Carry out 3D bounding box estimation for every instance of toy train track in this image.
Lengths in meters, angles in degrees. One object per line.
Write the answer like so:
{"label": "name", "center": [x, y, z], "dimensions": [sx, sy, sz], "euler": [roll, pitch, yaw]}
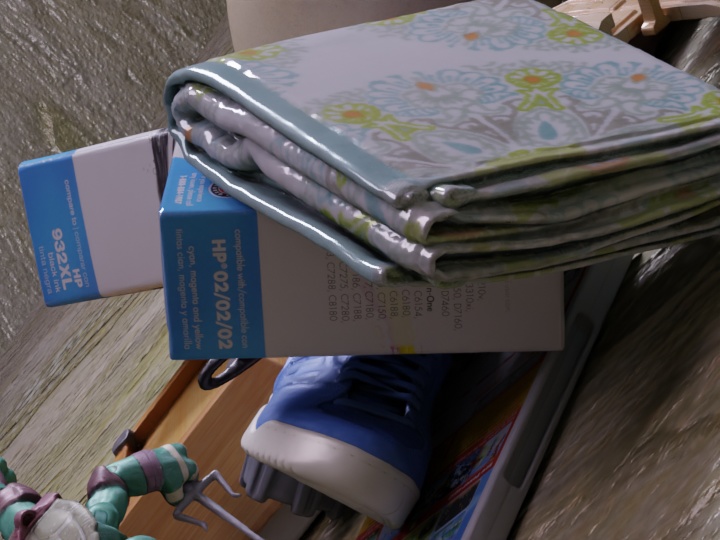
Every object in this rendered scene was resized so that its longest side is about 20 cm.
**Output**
{"label": "toy train track", "center": [0.143, -0.148, 1.244], "dimensions": [0.114, 0.033, 0.200], "euler": [-2, 27, 39]}

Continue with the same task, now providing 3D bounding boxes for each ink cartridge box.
{"label": "ink cartridge box", "center": [-0.060, -0.041, 1.474], "dimensions": [0.199, 0.084, 0.145], "euler": [-10, 0, 40]}
{"label": "ink cartridge box", "center": [0.023, -0.018, 1.115], "dimensions": [0.115, 0.199, 0.068], "euler": [-85, -7, -65]}

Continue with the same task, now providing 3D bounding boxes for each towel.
{"label": "towel", "center": [0.040, -0.051, 1.051], "dimensions": [0.200, 0.170, 0.048], "euler": [36, 131, 53]}

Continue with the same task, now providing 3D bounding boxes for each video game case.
{"label": "video game case", "center": [0.040, 0.083, 1.127], "dimensions": [0.143, 0.017, 0.200], "euler": [-43, 13, 48]}

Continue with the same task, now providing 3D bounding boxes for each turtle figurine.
{"label": "turtle figurine", "center": [-0.127, 0.143, 1.288], "dimensions": [0.199, 0.101, 0.151], "euler": [2, 65, 47]}

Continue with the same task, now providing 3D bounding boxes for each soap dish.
{"label": "soap dish", "center": [-0.066, 0.091, 1.426], "dimensions": [0.158, 0.081, 0.200], "euler": [-52, 10, 9]}

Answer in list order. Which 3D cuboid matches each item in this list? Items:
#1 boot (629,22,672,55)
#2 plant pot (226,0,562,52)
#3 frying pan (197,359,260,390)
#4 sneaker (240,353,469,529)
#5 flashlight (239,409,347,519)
{"label": "boot", "center": [0.125, -0.109, 1.304], "dimensions": [0.200, 0.064, 0.186], "euler": [-54, 10, -34]}
{"label": "plant pot", "center": [0.009, -0.122, 1.593], "dimensions": [0.200, 0.199, 0.135], "euler": [-111, 32, -79]}
{"label": "frying pan", "center": [0.001, -0.017, 1.328], "dimensions": [0.189, 0.116, 0.031], "euler": [-19, 26, -39]}
{"label": "sneaker", "center": [0.006, 0.040, 1.155], "dimensions": [0.112, 0.076, 0.200], "euler": [-63, 3, 0]}
{"label": "flashlight", "center": [-0.006, 0.014, 1.279], "dimensions": [0.068, 0.067, 0.201], "euler": [-118, 46, -81]}
